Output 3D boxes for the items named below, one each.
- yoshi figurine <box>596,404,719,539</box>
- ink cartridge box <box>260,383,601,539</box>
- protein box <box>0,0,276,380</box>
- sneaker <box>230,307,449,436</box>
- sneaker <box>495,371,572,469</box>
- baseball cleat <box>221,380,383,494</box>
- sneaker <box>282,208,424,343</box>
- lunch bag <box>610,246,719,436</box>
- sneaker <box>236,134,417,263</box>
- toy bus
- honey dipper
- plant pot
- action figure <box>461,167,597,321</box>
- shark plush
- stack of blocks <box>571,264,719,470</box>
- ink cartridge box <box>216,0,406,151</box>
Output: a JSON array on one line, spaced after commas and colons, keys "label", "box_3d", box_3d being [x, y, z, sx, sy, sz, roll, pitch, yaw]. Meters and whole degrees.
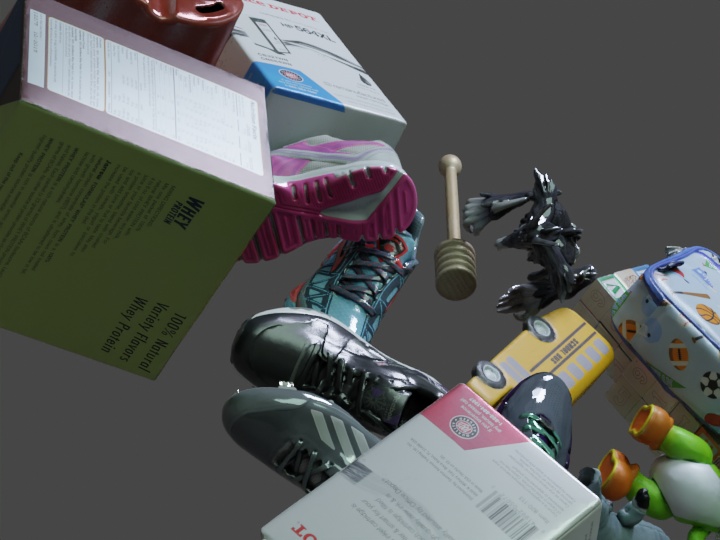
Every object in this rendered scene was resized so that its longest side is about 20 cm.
[{"label": "yoshi figurine", "box_3d": [0.300, 0.204, 1.812, 0.199, 0.112, 0.112, 35, 49, -7]}, {"label": "ink cartridge box", "box_3d": [0.047, 0.193, 1.510, 0.199, 0.083, 0.146, -34, 57, -27]}, {"label": "protein box", "box_3d": [-0.196, -0.059, 1.579, 0.199, 0.199, 0.135, 21, 36, -23]}, {"label": "sneaker", "box_3d": [-0.001, 0.085, 1.665, 0.199, 0.076, 0.087, 21, 0, -21]}, {"label": "sneaker", "box_3d": [0.134, 0.155, 1.666, 0.074, 0.087, 0.201, 32, 56, -12]}, {"label": "baseball cleat", "box_3d": [-0.012, 0.155, 1.605, 0.199, 0.070, 0.107, 23, 35, -18]}, {"label": "sneaker", "box_3d": [0.000, 0.000, 1.781, 0.079, 0.096, 0.200, 34, 33, -6]}, {"label": "lunch bag", "box_3d": [0.321, 0.065, 1.913, 0.200, 0.076, 0.160, 50, 33, 17]}, {"label": "sneaker", "box_3d": [-0.052, -0.063, 1.779, 0.198, 0.082, 0.088, -3, 27, 3]}, {"label": "toy bus", "box_3d": [0.137, 0.099, 1.817, 0.078, 0.065, 0.200, 43, 33, 7]}, {"label": "honey dipper", "box_3d": [0.082, -0.047, 1.974, 0.038, 0.038, 0.201, 24, 32, -18]}, {"label": "plant pot", "box_3d": [-0.199, -0.176, 1.723, 0.200, 0.196, 0.202, 24, 36, -18]}, {"label": "action figure", "box_3d": [0.150, -0.017, 1.904, 0.200, 0.101, 0.120, 31, 42, -75]}, {"label": "shark plush", "box_3d": [0.187, 0.188, 1.668, 0.091, 0.083, 0.201, 61, 0, 44]}, {"label": "stack of blocks", "box_3d": [0.275, 0.094, 1.954, 0.115, 0.059, 0.200, -12, 57, -49]}, {"label": "ink cartridge box", "box_3d": [-0.072, -0.160, 1.886, 0.145, 0.085, 0.200, 11, 28, -35]}]
